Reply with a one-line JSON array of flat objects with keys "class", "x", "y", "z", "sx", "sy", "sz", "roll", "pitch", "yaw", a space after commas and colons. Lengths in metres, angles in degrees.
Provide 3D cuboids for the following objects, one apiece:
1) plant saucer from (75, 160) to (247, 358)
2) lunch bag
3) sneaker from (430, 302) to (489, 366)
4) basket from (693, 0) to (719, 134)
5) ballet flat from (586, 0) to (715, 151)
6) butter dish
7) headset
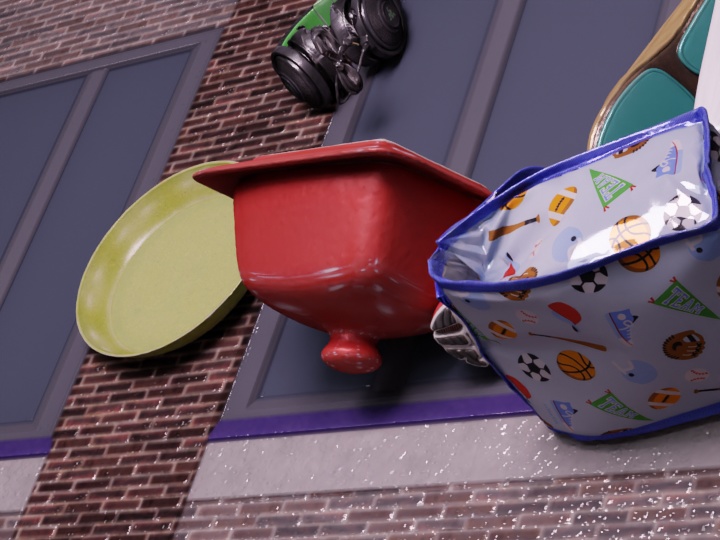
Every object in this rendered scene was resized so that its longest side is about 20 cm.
[{"class": "plant saucer", "x": -0.150, "y": -0.004, "z": 1.652, "sx": 0.199, "sy": 0.031, "sz": 0.201, "roll": -23, "pitch": 41, "yaw": 22}, {"class": "lunch bag", "x": 0.163, "y": 0.013, "z": 1.245, "sx": 0.199, "sy": 0.170, "sz": 0.125, "roll": -23, "pitch": 38, "yaw": 24}, {"class": "sneaker", "x": 0.139, "y": -0.003, "z": 1.376, "sx": 0.199, "sy": 0.077, "sz": 0.085, "roll": -29, "pitch": 28, "yaw": 6}, {"class": "basket", "x": 0.306, "y": -0.130, "z": 1.286, "sx": 0.122, "sy": 0.136, "sz": 0.201, "roll": -9, "pitch": 49, "yaw": 33}, {"class": "ballet flat", "x": 0.225, "y": -0.136, "z": 1.437, "sx": 0.200, "sy": 0.069, "sz": 0.063, "roll": -50, "pitch": 10, "yaw": -14}, {"class": "butter dish", "x": 0.000, "y": 0.000, "z": 1.420, "sx": 0.199, "sy": 0.199, "sz": 0.149, "roll": -5, "pitch": 73, "yaw": 39}, {"class": "headset", "x": -0.025, "y": -0.200, "z": 1.678, "sx": 0.123, "sy": 0.094, "sz": 0.200, "roll": -35, "pitch": 27, "yaw": 9}]
